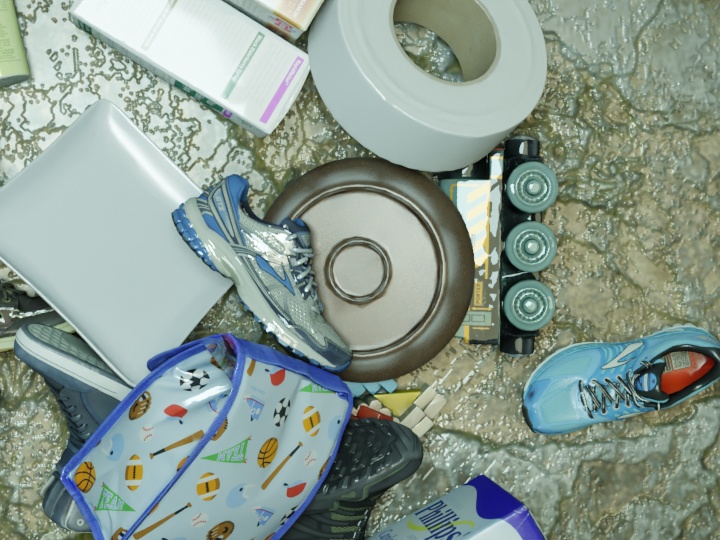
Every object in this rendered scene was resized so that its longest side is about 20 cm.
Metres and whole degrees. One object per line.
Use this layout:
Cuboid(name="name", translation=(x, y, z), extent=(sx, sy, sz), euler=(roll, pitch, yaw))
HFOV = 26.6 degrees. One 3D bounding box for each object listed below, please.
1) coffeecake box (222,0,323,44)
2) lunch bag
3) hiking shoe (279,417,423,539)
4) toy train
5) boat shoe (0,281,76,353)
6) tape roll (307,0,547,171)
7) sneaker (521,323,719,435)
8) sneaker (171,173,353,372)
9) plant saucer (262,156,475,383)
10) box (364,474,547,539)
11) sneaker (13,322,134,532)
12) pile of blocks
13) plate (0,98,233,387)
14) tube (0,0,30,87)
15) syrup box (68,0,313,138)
Cuboid(name="coffeecake box", translation=(-0.121, -0.276, 1.285), extent=(0.200, 0.154, 0.073), euler=(31, 89, -8))
Cuboid(name="lunch bag", translation=(-0.117, 0.146, 1.256), extent=(0.200, 0.124, 0.170), euler=(-49, 142, 12))
Cuboid(name="hiking shoe", translation=(-0.017, 0.199, 1.341), extent=(0.200, 0.076, 0.101), euler=(-29, 134, 23))
Cuboid(name="toy train", translation=(0.118, -0.022, 1.369), extent=(0.114, 0.085, 0.200), euler=(1, 93, 2))
Cuboid(name="boat shoe", translation=(-0.324, 0.038, 1.315), extent=(0.200, 0.073, 0.065), euler=(-13, 100, -7))
Cuboid(name="tape roll", translation=(0.059, -0.189, 1.310), extent=(0.202, 0.071, 0.203), euler=(10, 63, -21))
Cuboid(name="sneaker", translation=(0.242, 0.097, 1.383), extent=(0.200, 0.090, 0.078), euler=(-20, 95, -5))
Cuboid(name="sneaker", translation=(-0.068, -0.001, 1.288), extent=(0.085, 0.077, 0.200), euler=(-43, 87, 1))
Cuboid(name="plant saucer", translation=(0.000, 0.000, 1.333), extent=(0.200, 0.032, 0.200), euler=(0, 92, 7))
Cuboid(name="box", translation=(0.063, 0.279, 1.322), extent=(0.200, 0.184, 0.105), euler=(-28, 94, -6))
Cuboid(name="sneaker", translation=(-0.245, 0.142, 1.298), extent=(0.146, 0.077, 0.202), euler=(-51, 129, 0))
Cuboid(name="pile of blocks", translation=(-0.019, 0.122, 1.364), extent=(0.200, 0.062, 0.082), euler=(-9, 94, -7))
Cuboid(name="plate", translation=(-0.211, -0.023, 1.306), extent=(0.200, 0.032, 0.200), euler=(44, 50, -7))
Cuboid(name="tube", translation=(-0.335, -0.258, 1.315), extent=(0.058, 0.052, 0.200), euler=(-17, 92, -48))
Cuboid(name="syrup box", translation=(-0.146, -0.199, 1.323), extent=(0.200, 0.079, 0.081), euler=(32, 88, -8))
